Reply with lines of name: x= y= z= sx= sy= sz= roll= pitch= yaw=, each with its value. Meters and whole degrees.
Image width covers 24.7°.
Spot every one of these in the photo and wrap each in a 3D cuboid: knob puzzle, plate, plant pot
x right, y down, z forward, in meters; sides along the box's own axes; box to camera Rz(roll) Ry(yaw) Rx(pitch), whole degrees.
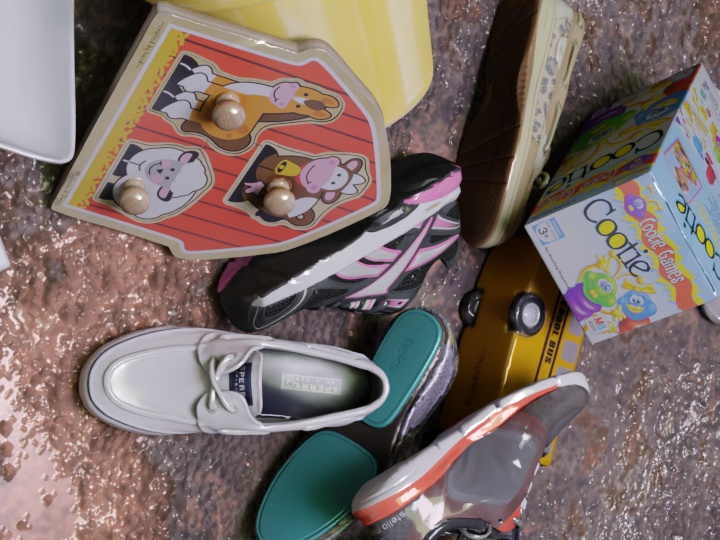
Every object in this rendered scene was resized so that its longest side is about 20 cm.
knob puzzle: x=-0.068 y=-0.063 z=1.009 sx=0.218 sy=0.219 sz=0.031 roll=24 pitch=40 yaw=-33
plate: x=-0.255 y=-0.163 z=0.927 sx=0.198 sy=0.032 sz=0.202 roll=15 pitch=57 yaw=-34
plant pot: x=-0.041 y=-0.187 z=1.028 sx=0.200 sy=0.200 sz=0.190 roll=-40 pitch=129 yaw=-26

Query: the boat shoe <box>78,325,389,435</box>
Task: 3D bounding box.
boat shoe: x=-0.078 y=0.069 z=1.052 sx=0.198 sy=0.065 sz=0.074 roll=-2 pitch=85 yaw=-17

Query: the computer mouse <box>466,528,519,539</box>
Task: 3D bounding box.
computer mouse: x=0.074 y=0.235 z=1.179 sx=0.058 sy=0.034 sz=0.202 roll=5 pitch=109 yaw=-22

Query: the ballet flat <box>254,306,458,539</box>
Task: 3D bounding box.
ballet flat: x=0.005 y=0.120 z=1.133 sx=0.072 sy=0.072 sz=0.201 roll=40 pitch=82 yaw=-29

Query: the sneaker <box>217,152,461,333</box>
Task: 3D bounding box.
sneaker: x=0.000 y=0.000 z=1.124 sx=0.199 sy=0.080 sz=0.087 roll=-28 pitch=118 yaw=-25

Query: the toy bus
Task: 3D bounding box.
toy bus: x=0.111 y=0.075 z=1.209 sx=0.078 sy=0.065 sz=0.202 roll=22 pitch=79 yaw=-35

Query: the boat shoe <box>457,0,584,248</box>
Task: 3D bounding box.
boat shoe: x=0.123 y=-0.109 z=1.203 sx=0.062 sy=0.073 sz=0.202 roll=20 pitch=80 yaw=-30

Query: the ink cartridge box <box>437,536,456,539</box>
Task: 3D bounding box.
ink cartridge box: x=-0.008 y=0.284 z=1.098 sx=0.198 sy=0.075 sz=0.167 roll=-17 pitch=102 yaw=-16

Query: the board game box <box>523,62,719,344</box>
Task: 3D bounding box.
board game box: x=0.209 y=-0.052 z=1.192 sx=0.105 sy=0.102 sz=0.200 roll=59 pitch=32 yaw=-14

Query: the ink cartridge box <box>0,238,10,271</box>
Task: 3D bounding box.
ink cartridge box: x=-0.308 y=-0.013 z=0.917 sx=0.199 sy=0.059 sz=0.105 roll=-26 pitch=106 yaw=-31

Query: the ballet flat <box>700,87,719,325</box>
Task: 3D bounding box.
ballet flat: x=0.307 y=-0.053 z=1.338 sx=0.069 sy=0.069 sz=0.202 roll=-10 pitch=97 yaw=-34

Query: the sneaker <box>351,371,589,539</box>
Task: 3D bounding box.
sneaker: x=0.085 y=0.138 z=1.097 sx=0.199 sy=0.077 sz=0.082 roll=-30 pitch=85 yaw=-28
